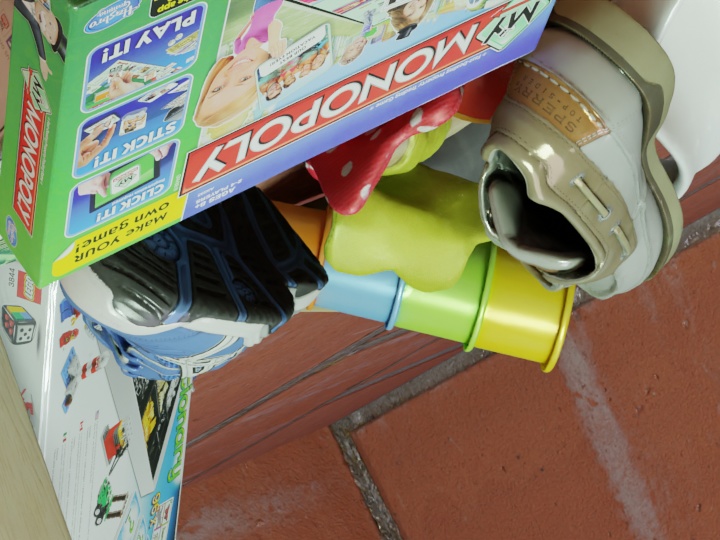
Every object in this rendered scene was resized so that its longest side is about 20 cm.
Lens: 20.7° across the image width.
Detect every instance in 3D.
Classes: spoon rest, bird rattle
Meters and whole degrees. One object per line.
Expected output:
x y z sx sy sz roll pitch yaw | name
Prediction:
0.128 -0.082 0.793 0.099 0.060 0.200 -47 168 -22 | spoon rest
0.027 -0.085 0.794 0.163 0.113 0.200 -37 163 -12 | bird rattle

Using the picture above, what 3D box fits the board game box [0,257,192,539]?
-0.117 0.067 0.854 0.034 0.202 0.126 17 -155 20 | board game box

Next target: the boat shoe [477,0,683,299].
0.078 -0.032 0.763 0.068 0.075 0.200 -48 157 -12 | boat shoe

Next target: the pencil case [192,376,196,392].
-0.140 0.052 1.099 0.078 0.087 0.200 -47 -178 -22 | pencil case

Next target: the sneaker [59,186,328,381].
-0.070 0.012 0.749 0.077 0.076 0.200 -40 170 10 | sneaker

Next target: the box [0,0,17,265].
-0.094 -0.051 0.679 0.144 0.037 0.200 -21 172 -38 | box

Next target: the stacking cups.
0.000 0.000 0.936 0.198 0.061 0.061 11 172 0 | stacking cups

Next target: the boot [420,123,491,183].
0.086 -0.099 0.949 0.131 0.070 0.200 -40 174 38 | boot

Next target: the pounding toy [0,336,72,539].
-0.228 0.121 0.782 0.142 0.186 0.199 -20 -179 -42 | pounding toy

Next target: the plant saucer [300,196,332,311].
0.034 -0.022 1.092 0.199 0.049 0.199 -22 -168 -32 | plant saucer

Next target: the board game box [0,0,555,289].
-0.013 -0.080 0.583 0.199 0.029 0.135 -28 157 -27 | board game box
